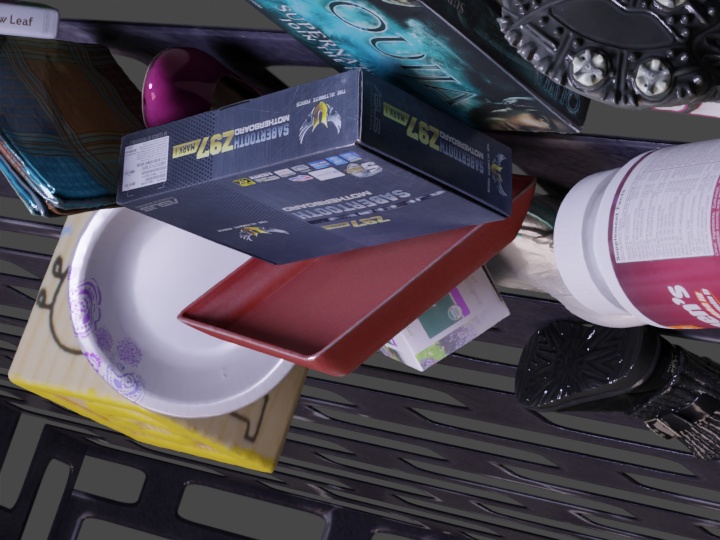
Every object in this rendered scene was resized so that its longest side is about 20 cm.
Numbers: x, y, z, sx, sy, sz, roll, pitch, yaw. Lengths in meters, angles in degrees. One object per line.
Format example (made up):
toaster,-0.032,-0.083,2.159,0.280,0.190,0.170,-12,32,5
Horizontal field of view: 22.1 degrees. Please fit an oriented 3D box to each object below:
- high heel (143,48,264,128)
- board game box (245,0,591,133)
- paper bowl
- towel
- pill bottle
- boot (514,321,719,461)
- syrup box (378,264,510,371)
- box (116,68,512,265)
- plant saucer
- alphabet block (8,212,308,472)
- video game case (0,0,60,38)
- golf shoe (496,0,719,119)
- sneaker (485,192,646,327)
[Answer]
high heel,-0.071,-0.097,1.222,0.095,0.068,0.200,18,180,20
board game box,0.026,-0.133,1.051,0.134,0.028,0.199,7,163,43
paper bowl,-0.133,0.011,1.483,0.199,0.203,0.104,20,-173,-6
towel,-0.186,-0.099,1.193,0.147,0.022,0.200,52,-157,13
pill bottle,0.207,-0.021,1.077,0.109,0.111,0.199,25,165,-26
boot,0.244,0.108,1.613,0.157,0.080,0.211,25,165,-25
syrup box,0.035,0.012,1.367,0.079,0.081,0.200,59,172,-9
box,-0.028,-0.058,1.143,0.199,0.052,0.157,-10,160,37
plant saucer,0.000,0.000,1.227,0.199,0.199,0.037,12,134,59
alphabet block,-0.166,0.049,1.674,0.194,0.202,0.196,6,162,42
video game case,-0.310,-0.172,1.167,0.180,0.022,0.199,2,-171,-32
golf shoe,0.164,-0.102,0.895,0.198,0.078,0.088,16,174,15
sneaker,0.142,-0.019,1.280,0.198,0.076,0.089,11,153,35
